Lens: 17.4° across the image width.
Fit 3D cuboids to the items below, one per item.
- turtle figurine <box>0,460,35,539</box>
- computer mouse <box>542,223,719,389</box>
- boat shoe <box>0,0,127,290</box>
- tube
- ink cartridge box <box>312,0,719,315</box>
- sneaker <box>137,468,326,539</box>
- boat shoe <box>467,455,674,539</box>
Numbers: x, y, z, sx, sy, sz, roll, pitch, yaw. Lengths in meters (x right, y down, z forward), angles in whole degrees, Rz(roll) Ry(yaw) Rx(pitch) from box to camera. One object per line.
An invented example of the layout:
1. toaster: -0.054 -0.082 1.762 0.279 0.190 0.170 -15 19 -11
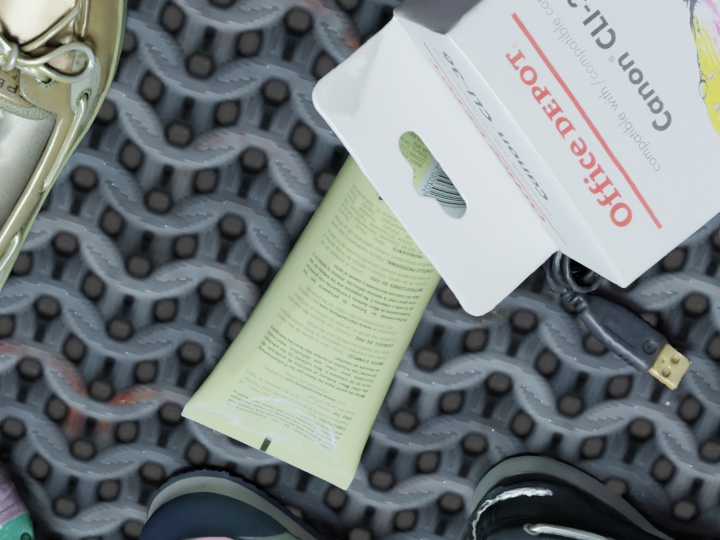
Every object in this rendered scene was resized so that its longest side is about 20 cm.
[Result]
1. turtle figurine: -0.132 0.186 0.984 0.150 0.101 0.200 -39 78 8
2. computer mouse: 0.168 0.004 0.910 0.200 0.046 0.141 30 115 -9
3. boat shoe: -0.145 -0.053 0.903 0.073 0.063 0.201 25 117 -7
4. tube: 0.000 0.000 0.929 0.058 0.052 0.200 46 125 29
5. ink cartridge box: 0.096 -0.078 0.821 0.200 0.067 0.117 -39 110 -5
6. sneaker: -0.006 0.161 0.988 0.200 0.082 0.070 25 115 -7
7. boat shoe: 0.133 0.149 0.981 0.200 0.060 0.076 23 117 -6
